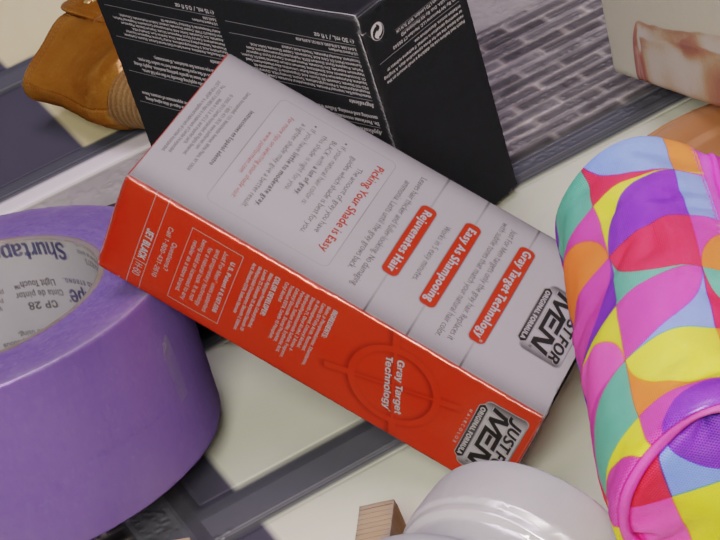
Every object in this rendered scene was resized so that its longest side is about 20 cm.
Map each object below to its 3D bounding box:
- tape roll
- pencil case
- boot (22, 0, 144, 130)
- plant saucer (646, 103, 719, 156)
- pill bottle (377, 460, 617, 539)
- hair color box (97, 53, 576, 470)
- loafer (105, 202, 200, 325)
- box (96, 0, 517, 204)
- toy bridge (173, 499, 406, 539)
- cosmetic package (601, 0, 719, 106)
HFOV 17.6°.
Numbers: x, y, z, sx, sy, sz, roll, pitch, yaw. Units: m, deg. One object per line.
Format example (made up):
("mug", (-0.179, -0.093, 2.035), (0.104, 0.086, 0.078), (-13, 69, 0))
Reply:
("tape roll", (-0.169, 0.052, 1.051), (0.198, 0.086, 0.200), (-14, 24, 6))
("pencil case", (0.122, 0.028, 0.859), (0.088, 0.089, 0.201), (-15, 32, 4))
("boot", (-0.095, -0.156, 1.366), (0.143, 0.071, 0.201), (20, 53, 41))
("plant saucer", (0.192, -0.031, 1.073), (0.199, 0.032, 0.201), (-13, 33, 8))
("pill bottle", (0.016, 0.163, 0.786), (0.116, 0.117, 0.200), (6, 39, 33))
("hair color box", (0.000, 0.000, 0.999), (0.199, 0.061, 0.102), (30, 45, 5))
("loafer", (-0.069, -0.015, 1.137), (0.199, 0.073, 0.071), (2, 38, 29))
("box", (-0.031, -0.098, 1.183), (0.199, 0.142, 0.079), (16, 43, 42))
("toy bridge", (-0.078, 0.140, 0.951), (0.198, 0.027, 0.067), (-11, 33, 13))
("cosmetic package", (0.198, -0.131, 1.117), (0.103, 0.088, 0.200), (-15, 17, -13))
